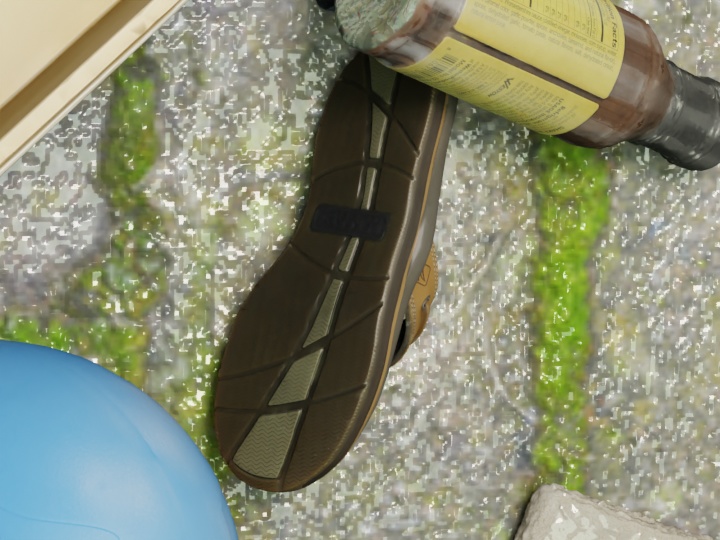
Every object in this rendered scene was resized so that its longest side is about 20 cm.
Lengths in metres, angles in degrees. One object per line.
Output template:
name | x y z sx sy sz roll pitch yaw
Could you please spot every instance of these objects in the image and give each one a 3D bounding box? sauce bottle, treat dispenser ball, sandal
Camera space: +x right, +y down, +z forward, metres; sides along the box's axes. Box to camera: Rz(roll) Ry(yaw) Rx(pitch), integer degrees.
sauce bottle | 0.079 -0.087 0.867 0.200 0.065 0.065 21 93 -39
treat dispenser ball | -0.143 0.126 0.800 0.200 0.201 0.202 -2 98 -13
sandal | 0.000 0.000 0.892 0.055 0.081 0.201 24 80 -49

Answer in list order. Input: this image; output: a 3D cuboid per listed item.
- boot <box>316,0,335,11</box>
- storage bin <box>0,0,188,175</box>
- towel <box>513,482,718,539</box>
boot | 0.051 -0.196 0.875 0.097 0.075 0.201 11 105 -24
storage bin | -0.179 -0.139 0.800 0.199 0.094 0.200 -44 105 -12
towel | 0.145 0.185 0.963 0.199 0.034 0.133 21 91 -14
